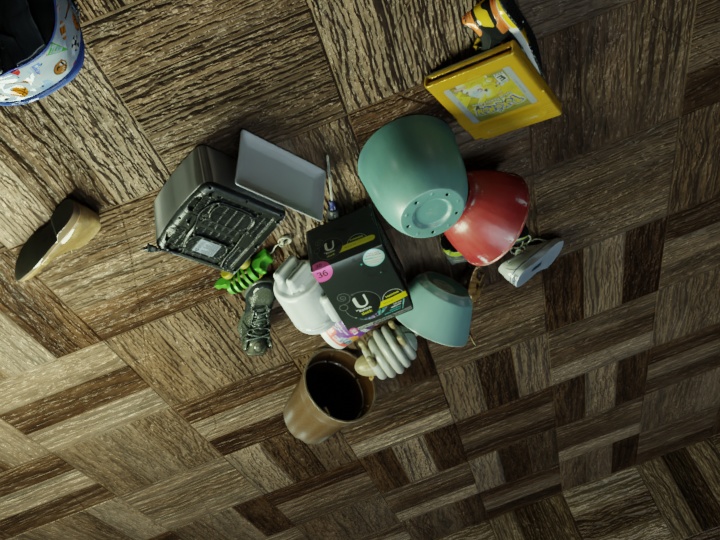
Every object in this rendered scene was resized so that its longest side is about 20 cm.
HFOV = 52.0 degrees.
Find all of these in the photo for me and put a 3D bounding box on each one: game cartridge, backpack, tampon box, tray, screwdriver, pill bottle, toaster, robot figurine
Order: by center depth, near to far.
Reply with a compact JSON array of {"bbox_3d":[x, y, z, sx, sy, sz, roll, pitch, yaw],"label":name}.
[{"bbox_3d":[-0.448,-0.309,0.946,0.199,0.192,0.154,-24,158,6],"label":"backpack"},{"bbox_3d":[0.237,-0.309,1.307,0.175,0.033,0.200,-14,149,35],"label":"game cartridge"},{"bbox_3d":[-0.265,-0.104,1.322,0.199,0.119,0.181,20,127,-39],"label":"toaster"},{"bbox_3d":[-0.144,-0.165,1.324,0.199,0.108,0.022,22,151,-40],"label":"tray"},{"bbox_3d":[-0.060,-0.149,1.432,0.029,0.028,0.201,6,142,14],"label":"screwdriver"},{"bbox_3d":[0.000,0.000,1.488,0.149,0.127,0.201,-22,133,9],"label":"tampon box"},{"bbox_3d":[-0.110,0.058,1.561,0.113,0.169,0.201,-47,138,-19],"label":"robot figurine"},{"bbox_3d":[0.001,0.080,1.659,0.199,0.112,0.111,-36,139,20],"label":"pill bottle"}]

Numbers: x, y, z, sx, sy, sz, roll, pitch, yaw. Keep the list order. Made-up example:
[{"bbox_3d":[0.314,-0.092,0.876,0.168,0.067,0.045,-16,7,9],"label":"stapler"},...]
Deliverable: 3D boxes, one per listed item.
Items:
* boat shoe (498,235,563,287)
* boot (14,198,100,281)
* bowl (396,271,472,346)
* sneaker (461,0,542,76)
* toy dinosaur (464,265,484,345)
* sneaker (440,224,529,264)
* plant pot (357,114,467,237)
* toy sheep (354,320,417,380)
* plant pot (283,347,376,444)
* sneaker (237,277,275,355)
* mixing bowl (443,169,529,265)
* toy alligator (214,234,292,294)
[{"bbox_3d":[0.389,-0.036,1.720,0.201,0.086,0.075,-33,146,-32],"label":"boat shoe"},{"bbox_3d":[-0.544,-0.042,1.325,0.200,0.074,0.075,-39,148,19],"label":"boot"},{"bbox_3d":[0.177,0.076,1.687,0.199,0.201,0.106,12,113,-33],"label":"bowl"},{"bbox_3d":[0.242,-0.387,1.254,0.089,0.071,0.200,-16,149,28],"label":"sneaker"},{"bbox_3d":[0.259,0.064,1.747,0.060,0.106,0.202,6,101,11],"label":"toy dinosaur"},{"bbox_3d":[0.278,-0.065,1.647,0.198,0.074,0.081,-12,148,2],"label":"sneaker"},{"bbox_3d":[0.111,-0.161,1.379,0.199,0.162,0.202,-12,141,-10],"label":"plant pot"},{"bbox_3d":[0.073,0.195,1.816,0.199,0.138,0.138,-30,141,4],"label":"toy sheep"},{"bbox_3d":[-0.093,0.330,1.869,0.199,0.202,0.198,7,143,-29],"label":"plant pot"},{"bbox_3d":[-0.218,0.109,1.603,0.076,0.115,0.200,0,136,-25],"label":"sneaker"},{"bbox_3d":[0.225,-0.122,1.460,0.108,0.201,0.200,23,126,-27],"label":"mixing bowl"},{"bbox_3d":[-0.218,-0.002,1.514,0.199,0.055,0.059,-31,141,15],"label":"toy alligator"}]
